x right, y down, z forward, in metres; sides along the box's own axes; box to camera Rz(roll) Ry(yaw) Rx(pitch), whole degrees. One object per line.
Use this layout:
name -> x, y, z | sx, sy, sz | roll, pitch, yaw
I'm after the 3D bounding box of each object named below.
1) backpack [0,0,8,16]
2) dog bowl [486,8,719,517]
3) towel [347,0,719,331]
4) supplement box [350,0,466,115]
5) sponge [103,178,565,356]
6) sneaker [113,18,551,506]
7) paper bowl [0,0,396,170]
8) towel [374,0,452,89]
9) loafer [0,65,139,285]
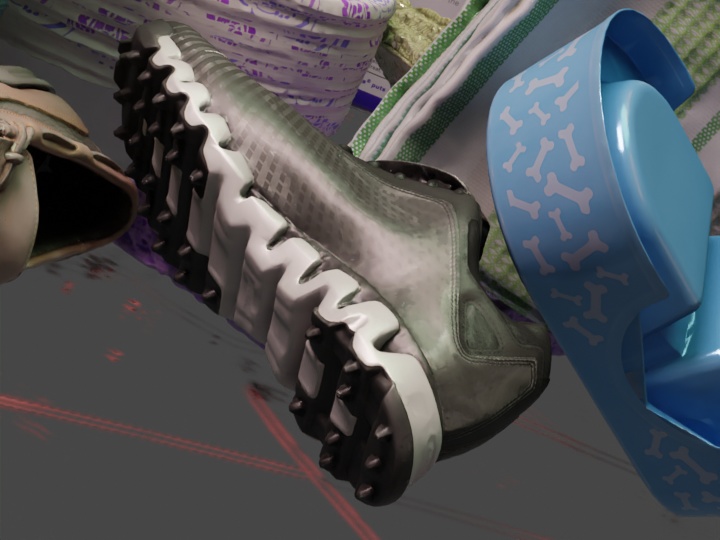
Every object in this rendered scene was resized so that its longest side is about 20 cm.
backpack -> -0.201, -0.136, 0.797 | 0.176, 0.154, 0.200 | 23, 18, 18
dog bowl -> 0.104, 0.005, 0.810 | 0.200, 0.050, 0.112 | 57, 30, -31
towel -> 0.109, -0.036, 0.863 | 0.200, 0.149, 0.031 | 35, 12, -27
supplement box -> 0.040, -0.183, 1.227 | 0.103, 0.200, 0.101 | 20, 17, -16
sponge -> 0.000, 0.000, 0.892 | 0.112, 0.030, 0.200 | 33, 18, 24
sneaker -> -0.008, -0.012, 0.768 | 0.090, 0.067, 0.200 | -17, 52, -29
paper bowl -> -0.094, -0.109, 0.963 | 0.200, 0.104, 0.201 | 23, 15, -7
towel -> 0.070, -0.038, 0.986 | 0.148, 0.036, 0.200 | 54, -7, -34
loafer -> -0.117, -0.024, 0.732 | 0.063, 0.072, 0.200 | 33, 13, 3
